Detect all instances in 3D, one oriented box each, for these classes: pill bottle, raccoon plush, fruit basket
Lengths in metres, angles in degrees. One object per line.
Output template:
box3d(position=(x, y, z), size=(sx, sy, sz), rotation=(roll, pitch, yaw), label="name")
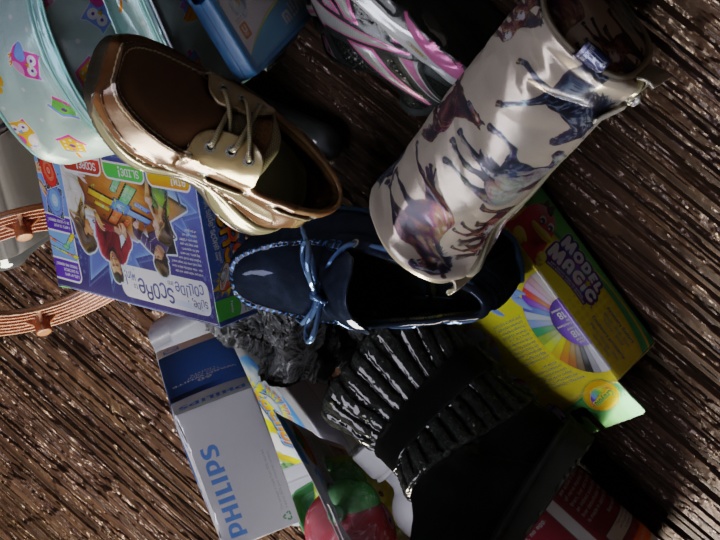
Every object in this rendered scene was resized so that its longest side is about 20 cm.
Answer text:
box3d(position=(0.096, 0.161, 1.642), size=(0.200, 0.113, 0.113), rotation=(42, 147, -1), label="pill bottle")
box3d(position=(-0.061, -0.016, 1.663), size=(0.134, 0.096, 0.201), rotation=(33, 132, 35), label="raccoon plush")
box3d(position=(0.011, 0.186, 1.694), size=(0.186, 0.093, 0.200), rotation=(62, 180, 17), label="fruit basket")

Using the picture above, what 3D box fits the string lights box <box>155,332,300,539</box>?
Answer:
box3d(position=(-0.096, 0.115, 1.720), size=(0.200, 0.059, 0.103), rotation=(-131, 21, -76), label="string lights box")

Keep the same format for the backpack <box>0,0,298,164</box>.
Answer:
box3d(position=(-0.146, -0.166, 1.526), size=(0.153, 0.200, 0.177), rotation=(1, 124, 44), label="backpack")

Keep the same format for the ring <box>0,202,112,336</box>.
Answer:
box3d(position=(-0.247, 0.005, 1.842), size=(0.201, 0.199, 0.019), rotation=(121, 136, -56), label="ring")

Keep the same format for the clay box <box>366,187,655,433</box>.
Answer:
box3d(position=(0.102, 0.014, 1.561), size=(0.200, 0.048, 0.115), rotation=(52, 146, -8), label="clay box")

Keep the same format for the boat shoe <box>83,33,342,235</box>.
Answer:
box3d(position=(-0.080, -0.082, 1.439), size=(0.073, 0.076, 0.200), rotation=(1, 160, 36), label="boat shoe")

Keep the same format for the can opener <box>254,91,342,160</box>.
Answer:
box3d(position=(-0.093, -0.101, 1.684), size=(0.199, 0.054, 0.067), rotation=(25, 170, 31), label="can opener")

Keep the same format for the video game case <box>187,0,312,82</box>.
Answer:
box3d(position=(-0.090, -0.228, 1.457), size=(0.018, 0.143, 0.201), rotation=(-21, 108, 32), label="video game case")

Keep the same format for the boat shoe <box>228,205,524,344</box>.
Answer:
box3d(position=(0.000, 0.000, 1.514), size=(0.199, 0.069, 0.085), rotation=(-7, 118, 29), label="boat shoe")

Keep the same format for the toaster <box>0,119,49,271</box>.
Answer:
box3d(position=(-0.299, -0.086, 1.869), size=(0.199, 0.114, 0.130), rotation=(20, 135, 39), label="toaster")

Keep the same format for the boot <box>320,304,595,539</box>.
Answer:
box3d(position=(0.031, 0.134, 1.541), size=(0.157, 0.211, 0.080), rotation=(36, 158, 6), label="boot")

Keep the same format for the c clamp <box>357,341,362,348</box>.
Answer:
box3d(position=(0.037, 0.083, 1.725), size=(0.170, 0.027, 0.201), rotation=(-7, 118, 52), label="c clamp")

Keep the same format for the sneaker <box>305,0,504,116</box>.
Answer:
box3d(position=(-0.008, -0.166, 1.465), size=(0.200, 0.080, 0.086), rotation=(48, 137, 4), label="sneaker")

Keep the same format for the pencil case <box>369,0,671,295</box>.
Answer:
box3d(position=(0.085, -0.077, 1.404), size=(0.090, 0.078, 0.200), rotation=(52, 127, 17), label="pencil case")

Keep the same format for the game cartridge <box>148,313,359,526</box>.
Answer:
box3d(position=(-0.071, 0.103, 1.867), size=(0.200, 0.040, 0.133), rotation=(53, 143, -6), label="game cartridge")

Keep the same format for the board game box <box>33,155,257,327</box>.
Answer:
box3d(position=(-0.152, -0.043, 1.663), size=(0.199, 0.034, 0.136), rotation=(13, 117, 49), label="board game box")
